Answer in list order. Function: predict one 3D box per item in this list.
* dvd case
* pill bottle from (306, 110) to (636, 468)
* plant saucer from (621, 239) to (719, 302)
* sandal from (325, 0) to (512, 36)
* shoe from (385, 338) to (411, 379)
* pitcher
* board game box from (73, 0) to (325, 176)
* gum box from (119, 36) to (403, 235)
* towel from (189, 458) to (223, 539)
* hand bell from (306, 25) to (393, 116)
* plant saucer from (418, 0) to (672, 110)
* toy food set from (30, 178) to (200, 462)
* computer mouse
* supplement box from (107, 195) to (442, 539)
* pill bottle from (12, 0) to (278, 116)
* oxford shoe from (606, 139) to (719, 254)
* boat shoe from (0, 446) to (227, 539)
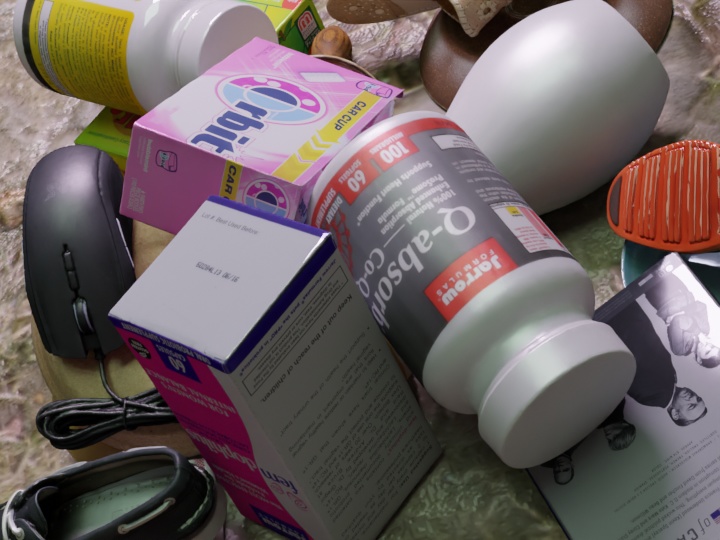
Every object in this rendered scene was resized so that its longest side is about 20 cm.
[{"bbox_3d":[0.171,0.096,0.991,0.150,0.025,0.200,-37,44,7],"label":"dvd case"},{"bbox_3d":[0.064,0.010,1.012,0.116,0.116,0.200,-34,59,-8],"label":"pill bottle"},{"bbox_3d":[0.262,-0.011,1.074,0.200,0.027,0.200,-14,43,13],"label":"plant saucer"},{"bbox_3d":[0.072,-0.202,1.289,0.211,0.078,0.070,-12,63,25],"label":"sandal"},{"bbox_3d":[0.000,0.000,1.162,0.053,0.070,0.200,-30,42,1],"label":"shoe"},{"bbox_3d":[0.100,-0.097,1.187,0.200,0.121,0.172,-41,27,1],"label":"pitcher"},{"bbox_3d":[-0.126,-0.147,1.389,0.101,0.048,0.200,17,57,37],"label":"board game box"},{"bbox_3d":[-0.058,-0.081,1.126,0.113,0.066,0.200,20,30,12],"label":"gum box"},{"bbox_3d":[-0.178,0.202,1.083,0.200,0.030,0.147,-20,43,7],"label":"towel"},{"bbox_3d":[-0.025,-0.146,1.317,0.104,0.104,0.200,-18,24,10],"label":"hand bell"},{"bbox_3d":[0.134,-0.193,1.314,0.200,0.037,0.201,-14,43,14],"label":"plant saucer"},{"bbox_3d":[-0.121,0.031,1.148,0.197,0.049,0.201,-15,78,6],"label":"toy food set"},{"bbox_3d":[-0.151,0.009,1.107,0.140,0.046,0.201,-7,80,9],"label":"computer mouse"},{"bbox_3d":[-0.045,0.068,1.022,0.101,0.200,0.103,18,59,40],"label":"supplement box"},{"bbox_3d":[-0.161,-0.174,1.314,0.200,0.113,0.113,18,58,39],"label":"pill bottle"},{"bbox_3d":[0.242,-0.040,1.057,0.200,0.072,0.071,-1,80,45],"label":"oxford shoe"},{"bbox_3d":[-0.183,0.152,1.067,0.200,0.060,0.076,-20,49,11],"label":"boat shoe"}]
